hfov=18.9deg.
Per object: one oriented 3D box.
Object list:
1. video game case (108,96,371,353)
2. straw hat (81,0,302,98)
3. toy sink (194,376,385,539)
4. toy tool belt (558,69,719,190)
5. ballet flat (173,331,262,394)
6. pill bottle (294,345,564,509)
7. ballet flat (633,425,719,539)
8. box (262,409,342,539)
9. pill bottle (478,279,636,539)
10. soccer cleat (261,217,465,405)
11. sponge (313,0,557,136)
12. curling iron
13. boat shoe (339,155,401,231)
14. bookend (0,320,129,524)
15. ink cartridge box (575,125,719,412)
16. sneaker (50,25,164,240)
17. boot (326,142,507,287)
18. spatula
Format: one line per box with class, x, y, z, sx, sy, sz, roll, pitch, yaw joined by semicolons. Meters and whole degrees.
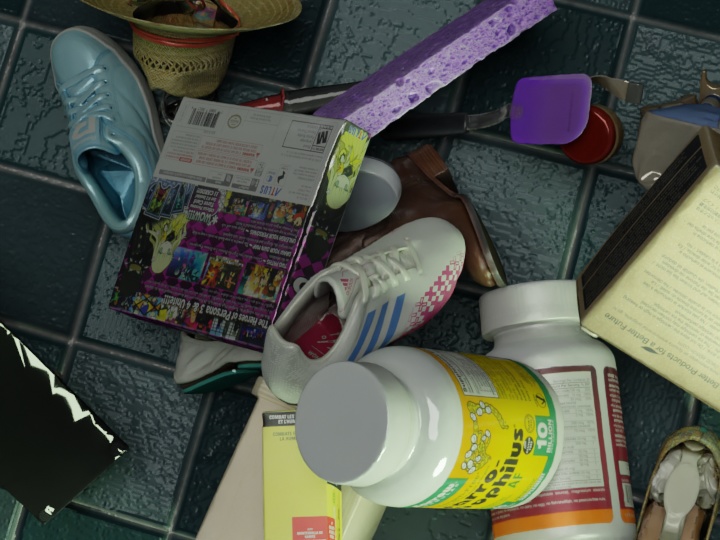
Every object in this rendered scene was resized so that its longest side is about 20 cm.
video game case;-0.095;-0.036;1.651;0.200;0.036;0.182;11;79;47
straw hat;-0.142;-0.185;1.741;0.201;0.201;0.085;13;113;10
toy sink;-0.037;0.151;1.662;0.112;0.130;0.200;23;84;12
toy tool belt;0.264;-0.093;1.692;0.200;0.123;0.125;14;104;20
ballet flat;-0.081;0.052;1.666;0.200;0.069;0.070;-15;73;50
pill bottle;0.048;0.112;1.534;0.113;0.200;0.113;-6;80;37
ballet flat;0.233;0.213;1.647;0.071;0.071;0.200;15;82;10
box;-0.040;0.203;1.549;0.050;0.075;0.201;-2;78;7
pill bottle;0.146;0.114;1.655;0.109;0.110;0.201;-7;78;6
soccer cleat;0.007;0.017;1.559;0.070;0.086;0.200;33;60;25
sponge;0.057;-0.164;1.712;0.200;0.112;0.030;-34;101;-5
curling iron;-0.070;-0.144;1.776;0.199;0.026;0.050;-4;76;7
boat shoe;-0.047;-0.068;1.709;0.200;0.070;0.066;-14;38;38
bookend;-0.303;0.069;1.720;0.092;0.199;0.200;-41;121;-2
ink cartridge box;0.285;0.015;1.604;0.200;0.075;0.165;32;115;-16
sneaker;-0.206;-0.115;1.754;0.074;0.082;0.200;-32;76;16
boot;0.000;0.000;1.689;0.200;0.064;0.186;-29;35;-2
spatula;0.094;-0.119;1.708;0.200;0.021;0.057;-5;73;41
